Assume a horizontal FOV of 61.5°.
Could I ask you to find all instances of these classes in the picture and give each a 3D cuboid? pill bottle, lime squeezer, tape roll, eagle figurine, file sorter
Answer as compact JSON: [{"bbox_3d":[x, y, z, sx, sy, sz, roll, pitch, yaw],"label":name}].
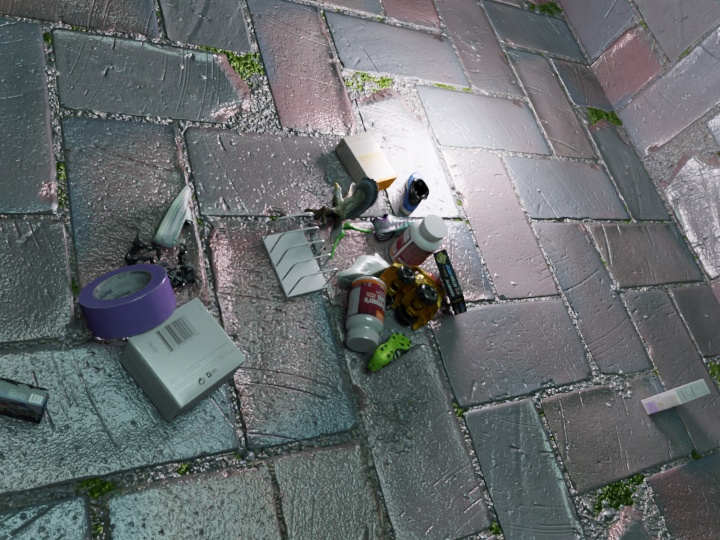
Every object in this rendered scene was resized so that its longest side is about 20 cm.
[{"bbox_3d":[0.015,0.126,1.745,0.109,0.110,0.201,20,54,-19],"label":"pill bottle"},{"bbox_3d":[0.186,-0.089,1.917,0.113,0.200,0.113,14,56,-23],"label":"pill bottle"},{"bbox_3d":[-0.048,-0.108,1.906,0.200,0.038,0.071,-37,116,-41],"label":"lime squeezer"},{"bbox_3d":[-0.535,0.068,1.397,0.199,0.085,0.200,-7,29,4],"label":"tape roll"},{"bbox_3d":[-0.048,-0.206,1.874,0.199,0.151,0.152,-22,55,-32],"label":"eagle figurine"},{"bbox_3d":[-0.170,-0.046,1.731,0.138,0.125,0.201,-13,70,-35],"label":"file sorter"}]

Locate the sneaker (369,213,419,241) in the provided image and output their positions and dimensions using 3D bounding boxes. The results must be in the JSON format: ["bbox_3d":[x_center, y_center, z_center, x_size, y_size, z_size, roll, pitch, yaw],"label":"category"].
[{"bbox_3d":[0.127,-0.162,2.012,0.199,0.074,0.088,-14,65,-35],"label":"sneaker"}]

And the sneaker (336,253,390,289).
[{"bbox_3d":[0.000,0.000,1.850,0.200,0.071,0.080,-14,55,-39],"label":"sneaker"}]

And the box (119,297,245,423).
[{"bbox_3d":[-0.418,0.209,1.425,0.200,0.131,0.199,50,50,4],"label":"box"}]

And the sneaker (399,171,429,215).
[{"bbox_3d":[0.203,-0.293,2.108,0.077,0.111,0.200,32,51,-10],"label":"sneaker"}]

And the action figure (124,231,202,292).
[{"bbox_3d":[-0.490,-0.019,1.542,0.199,0.102,0.119,24,41,-14],"label":"action figure"}]

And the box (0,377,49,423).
[{"bbox_3d":[-0.736,0.248,1.211,0.199,0.137,0.038,21,55,-19],"label":"box"}]

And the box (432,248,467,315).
[{"bbox_3d":[0.285,0.040,1.912,0.046,0.200,0.160,-20,69,6],"label":"box"}]

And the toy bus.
[{"bbox_3d":[0.166,0.050,1.878,0.200,0.136,0.192,43,36,1],"label":"toy bus"}]

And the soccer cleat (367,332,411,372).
[{"bbox_3d":[0.083,0.235,1.752,0.068,0.081,0.200,47,28,13],"label":"soccer cleat"}]

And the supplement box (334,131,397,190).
[{"bbox_3d":[0.019,-0.367,2.068,0.126,0.074,0.200,-21,75,-37],"label":"supplement box"}]

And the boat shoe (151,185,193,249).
[{"bbox_3d":[-0.494,-0.140,1.640,0.071,0.070,0.201,33,53,-24],"label":"boat shoe"}]

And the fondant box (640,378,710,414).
[{"bbox_3d":[1.138,0.456,2.185,0.199,0.144,0.058,-5,66,-32],"label":"fondant box"}]
